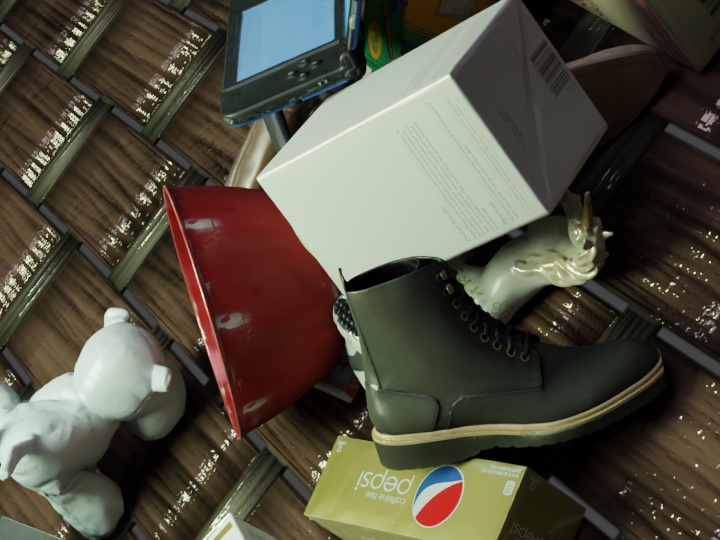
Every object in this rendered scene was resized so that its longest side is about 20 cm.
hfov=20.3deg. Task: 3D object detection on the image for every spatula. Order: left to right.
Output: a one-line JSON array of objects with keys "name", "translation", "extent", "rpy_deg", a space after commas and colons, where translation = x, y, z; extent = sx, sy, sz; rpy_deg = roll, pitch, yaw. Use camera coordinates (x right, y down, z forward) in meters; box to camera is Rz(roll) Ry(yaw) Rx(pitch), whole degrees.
[{"name": "spatula", "translation": [-0.042, -0.064, 1.610], "extent": [0.056, 0.020, 0.201], "rpy_deg": [-39, 69, 42]}]

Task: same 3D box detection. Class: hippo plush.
[{"name": "hippo plush", "translation": [-0.236, 0.104, 1.670], "extent": [0.161, 0.200, 0.159], "rpy_deg": [-47, 56, -5]}]

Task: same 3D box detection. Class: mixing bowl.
[{"name": "mixing bowl", "translation": [-0.072, 0.018, 1.534], "extent": [0.107, 0.202, 0.201], "rpy_deg": [-16, 37, -7]}]

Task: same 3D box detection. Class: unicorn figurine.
[{"name": "unicorn figurine", "translation": [0.118, -0.015, 1.456], "extent": [0.201, 0.073, 0.138], "rpy_deg": [-53, 31, 29]}]

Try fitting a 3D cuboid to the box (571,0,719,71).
[{"name": "box", "translation": [0.190, -0.254, 1.480], "extent": [0.109, 0.128, 0.200], "rpy_deg": [-52, 47, -1]}]

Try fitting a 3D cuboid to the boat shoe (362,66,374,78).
[{"name": "boat shoe", "translation": [0.035, -0.147, 1.656], "extent": [0.060, 0.072, 0.202], "rpy_deg": [3, 51, 32]}]

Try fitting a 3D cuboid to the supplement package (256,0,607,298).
[{"name": "supplement package", "translation": [0.049, -0.083, 1.420], "extent": [0.199, 0.122, 0.120], "rpy_deg": [-24, 20, 41]}]

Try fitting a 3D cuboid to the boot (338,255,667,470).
[{"name": "boot", "translation": [0.091, 0.042, 1.314], "extent": [0.198, 0.140, 0.078], "rpy_deg": [-16, 18, 2]}]

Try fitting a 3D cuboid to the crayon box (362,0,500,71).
[{"name": "crayon box", "translation": [0.070, -0.253, 1.573], "extent": [0.058, 0.118, 0.202], "rpy_deg": [40, 136, 42]}]

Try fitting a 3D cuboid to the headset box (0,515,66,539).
[{"name": "headset box", "translation": [-0.252, 0.302, 1.584], "extent": [0.173, 0.093, 0.201], "rpy_deg": [6, 65, 52]}]

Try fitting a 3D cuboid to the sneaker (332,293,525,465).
[{"name": "sneaker", "translation": [0.055, 0.088, 1.444], "extent": [0.073, 0.081, 0.200], "rpy_deg": [-27, 46, -18]}]

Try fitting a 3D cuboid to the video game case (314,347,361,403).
[{"name": "video game case", "translation": [0.000, 0.000, 1.617], "extent": [0.143, 0.017, 0.201], "rpy_deg": [19, 76, 54]}]

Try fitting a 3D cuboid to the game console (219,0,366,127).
[{"name": "game console", "translation": [-0.048, -0.229, 1.532], "extent": [0.169, 0.119, 0.201], "rpy_deg": [-21, 32, 14]}]

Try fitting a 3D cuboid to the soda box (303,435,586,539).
[{"name": "soda box", "translation": [0.053, 0.163, 1.367], "extent": [0.199, 0.068, 0.064], "rpy_deg": [3, 63, 51]}]

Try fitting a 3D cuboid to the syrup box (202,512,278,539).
[{"name": "syrup box", "translation": [-0.061, 0.267, 1.402], "extent": [0.082, 0.079, 0.200], "rpy_deg": [-48, 35, 8]}]

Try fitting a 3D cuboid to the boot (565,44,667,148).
[{"name": "boot", "translation": [0.133, -0.139, 1.546], "extent": [0.199, 0.070, 0.147], "rpy_deg": [-29, 28, 13]}]

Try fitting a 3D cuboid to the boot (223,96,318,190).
[{"name": "boot", "translation": [-0.065, -0.124, 1.692], "extent": [0.201, 0.064, 0.187], "rpy_deg": [-61, 4, 13]}]

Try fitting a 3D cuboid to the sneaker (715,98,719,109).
[{"name": "sneaker", "translation": [0.309, -0.105, 1.297], "extent": [0.080, 0.071, 0.200], "rpy_deg": [-56, 33, 4]}]
